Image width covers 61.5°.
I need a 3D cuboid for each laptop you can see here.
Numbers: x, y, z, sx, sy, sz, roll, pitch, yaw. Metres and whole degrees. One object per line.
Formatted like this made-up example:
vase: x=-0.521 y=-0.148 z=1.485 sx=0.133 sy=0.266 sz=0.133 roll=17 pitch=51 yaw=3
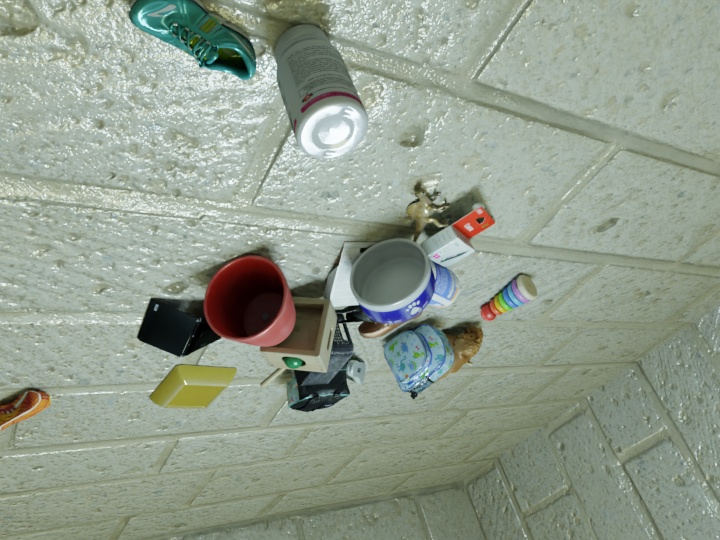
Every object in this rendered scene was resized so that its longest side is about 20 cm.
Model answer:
laptop: x=-0.429 y=0.125 z=1.517 sx=0.199 sy=0.104 sz=0.178 roll=-26 pitch=160 yaw=-45

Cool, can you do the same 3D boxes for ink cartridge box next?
ink cartridge box: x=0.000 y=0.000 z=1.560 sx=0.159 sy=0.050 sz=0.202 roll=-3 pitch=125 yaw=-26
ink cartridge box: x=0.257 y=-0.079 z=1.528 sx=0.172 sy=0.044 sz=0.200 roll=-31 pitch=162 yaw=16

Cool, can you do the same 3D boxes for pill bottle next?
pill bottle: x=0.171 y=0.025 z=1.612 sx=0.112 sy=0.113 sz=0.199 roll=-36 pitch=144 yaw=24
pill bottle: x=-0.068 y=-0.282 z=0.940 sx=0.112 sy=0.202 sz=0.114 roll=-14 pitch=148 yaw=-9

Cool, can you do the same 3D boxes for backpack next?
backpack: x=-0.144 y=0.358 z=1.881 sx=0.173 sy=0.155 sz=0.200 roll=-4 pitch=153 yaw=-26
backpack: x=0.185 y=0.273 z=1.921 sx=0.199 sy=0.184 sz=0.147 roll=-36 pitch=146 yaw=15

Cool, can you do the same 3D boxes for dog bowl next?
dog bowl: x=0.077 y=0.024 z=1.450 sx=0.198 sy=0.202 sz=0.079 roll=-24 pitch=136 yaw=5

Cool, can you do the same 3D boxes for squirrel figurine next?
squirrel figurine: x=0.344 y=0.277 z=2.067 sx=0.199 sy=0.143 sz=0.186 roll=-33 pitch=152 yaw=24

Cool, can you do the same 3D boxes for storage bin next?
storage bin: x=-0.115 y=0.224 z=1.720 sx=0.093 sy=0.136 sz=0.200 roll=4 pitch=140 yaw=-34

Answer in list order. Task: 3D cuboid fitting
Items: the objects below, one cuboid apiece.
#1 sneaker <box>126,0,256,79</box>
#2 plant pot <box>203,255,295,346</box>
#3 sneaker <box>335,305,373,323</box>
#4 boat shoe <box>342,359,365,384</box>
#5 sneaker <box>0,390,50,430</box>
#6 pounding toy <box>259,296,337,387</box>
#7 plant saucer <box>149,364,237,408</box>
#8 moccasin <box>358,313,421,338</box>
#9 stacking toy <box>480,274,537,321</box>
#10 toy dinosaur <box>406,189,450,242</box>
sneaker: x=-0.234 y=-0.339 z=0.876 sx=0.198 sy=0.080 sz=0.078 roll=12 pitch=136 yaw=-40
plant pot: x=-0.242 y=0.088 z=1.419 sx=0.198 sy=0.203 sz=0.178 roll=-22 pitch=158 yaw=2
sneaker: x=0.021 y=0.102 z=1.688 sx=0.103 sy=0.061 sz=0.199 roll=-1 pitch=-164 yaw=39
boat shoe: x=-0.028 y=0.327 z=2.000 sx=0.063 sy=0.072 sz=0.200 roll=8 pitch=161 yaw=16
sneaker: x=-0.895 y=0.373 z=1.564 sx=0.197 sy=0.074 sz=0.077 roll=-20 pitch=158 yaw=4
pounding toy: x=-0.168 y=0.189 z=1.549 sx=0.181 sy=0.202 sz=0.143 roll=3 pitch=150 yaw=12
plant saucer: x=-0.489 y=0.353 z=1.784 sx=0.198 sy=0.049 sz=0.200 roll=12 pitch=136 yaw=-41
moccasin: x=0.084 y=0.136 z=1.766 sx=0.199 sy=0.074 sz=0.078 roll=-21 pitch=139 yaw=6
stacking toy: x=0.461 y=0.096 z=1.928 sx=0.085 sy=0.086 sz=0.200 roll=11 pitch=143 yaw=-40
toy dinosaur: x=0.158 y=-0.134 z=1.443 sx=0.099 sy=0.059 sz=0.201 roll=-1 pitch=142 yaw=-1
